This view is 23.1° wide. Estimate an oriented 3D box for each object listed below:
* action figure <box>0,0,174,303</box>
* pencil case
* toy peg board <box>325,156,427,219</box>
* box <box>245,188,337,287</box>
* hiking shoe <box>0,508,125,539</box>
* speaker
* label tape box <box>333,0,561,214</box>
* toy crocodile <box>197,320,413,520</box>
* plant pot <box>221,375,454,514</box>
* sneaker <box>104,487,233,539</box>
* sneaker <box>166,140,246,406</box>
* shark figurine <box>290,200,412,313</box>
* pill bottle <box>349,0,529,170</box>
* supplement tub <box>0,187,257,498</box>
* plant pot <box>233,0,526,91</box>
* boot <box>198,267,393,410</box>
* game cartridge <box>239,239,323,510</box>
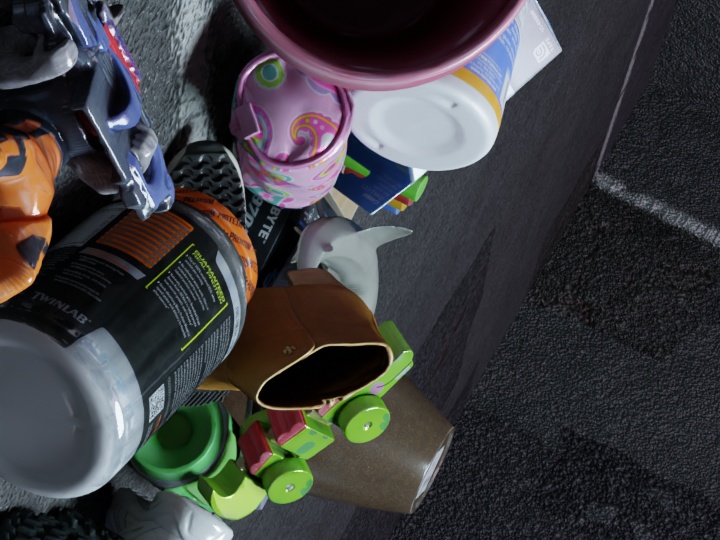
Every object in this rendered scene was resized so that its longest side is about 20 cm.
[{"bbox_3d":[-0.172,-0.080,0.838,0.194,0.104,0.201,-63,146,-42],"label":"action figure"},{"bbox_3d":[-0.051,-0.094,1.223,0.088,0.087,0.200,-62,-178,-7],"label":"pencil case"},{"bbox_3d":[0.049,-0.137,1.630,0.201,0.097,0.199,-62,169,-6],"label":"toy peg board"},{"bbox_3d":[-0.081,0.003,1.478,0.160,0.046,0.200,-63,169,-6],"label":"box"},{"bbox_3d":[-0.221,0.223,1.261,0.087,0.074,0.200,-63,169,-3],"label":"hiking shoe"},{"bbox_3d":[-0.138,0.146,1.443,0.089,0.088,0.200,-61,169,-12],"label":"speaker"},{"bbox_3d":[0.037,-0.151,1.382,0.200,0.143,0.066,-40,126,-8],"label":"label tape box"},{"bbox_3d":[-0.041,0.114,1.338,0.200,0.068,0.062,-41,140,14],"label":"toy crocodile"},{"bbox_3d":[-0.017,0.149,1.710,0.188,0.199,0.187,-59,169,-19],"label":"plant pot"},{"bbox_3d":[-0.175,0.229,1.391,0.100,0.078,0.200,-58,-168,-20],"label":"sneaker"},{"bbox_3d":[-0.122,-0.009,1.255,0.094,0.070,0.202,-116,-154,-59],"label":"sneaker"},{"bbox_3d":[-0.005,-0.013,1.334,0.214,0.088,0.130,-11,93,-78],"label":"shark figurine"},{"bbox_3d":[0.062,-0.183,1.261,0.112,0.111,0.202,97,7,-61],"label":"pill bottle"},{"bbox_3d":[-0.146,0.034,1.050,0.200,0.122,0.123,-47,160,-54],"label":"supplement tub"},{"bbox_3d":[0.008,-0.209,1.092,0.201,0.199,0.179,-63,-176,1],"label":"plant pot"},{"bbox_3d":[-0.086,0.055,1.157,0.144,0.199,0.071,-124,-161,-67],"label":"boot"},{"bbox_3d":[-0.060,0.081,1.446,0.130,0.038,0.202,-56,159,-53],"label":"game cartridge"}]
